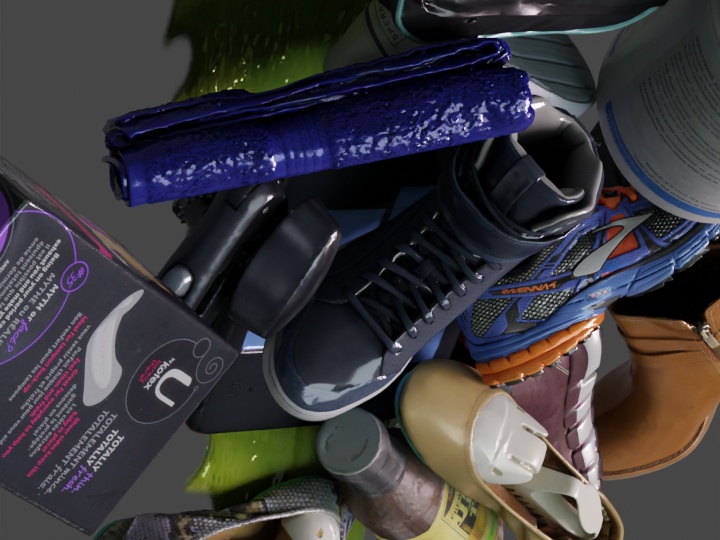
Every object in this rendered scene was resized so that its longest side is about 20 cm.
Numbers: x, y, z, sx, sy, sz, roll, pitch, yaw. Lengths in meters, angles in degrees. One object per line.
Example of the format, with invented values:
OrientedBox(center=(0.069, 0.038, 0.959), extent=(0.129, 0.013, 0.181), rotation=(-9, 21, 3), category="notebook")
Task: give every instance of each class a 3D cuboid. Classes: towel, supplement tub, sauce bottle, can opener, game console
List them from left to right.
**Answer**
OrientedBox(center=(-0.096, 0.028, 1.522), extent=(0.200, 0.079, 0.063), rotation=(-49, 153, 15), category="can opener")
OrientedBox(center=(-0.025, -0.073, 1.407), extent=(0.199, 0.148, 0.050), rotation=(-11, 95, -7), category="towel")
OrientedBox(center=(0.000, 0.000, 1.621), extent=(0.176, 0.031, 0.201), rotation=(-6, 125, -44), category="game console")
OrientedBox(center=(0.027, 0.130, 1.717), extent=(0.065, 0.065, 0.200), rotation=(-48, 152, -1), category="sauce bottle")
OrientedBox(center=(0.212, -0.109, 1.533), extent=(0.132, 0.132, 0.200), rotation=(-34, 178, -20), category="supplement tub")

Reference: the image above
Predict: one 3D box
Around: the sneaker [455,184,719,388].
OrientedBox(center=(0.133, -0.019, 1.640), extent=(0.200, 0.075, 0.079), rotation=(-37, 98, -7), category="sneaker")

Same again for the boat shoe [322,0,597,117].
OrientedBox(center=(0.050, -0.110, 1.557), extent=(0.067, 0.074, 0.200), rotation=(-31, 155, 27), category="boat shoe")

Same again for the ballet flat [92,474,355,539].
OrientedBox(center=(-0.062, 0.165, 1.671), extent=(0.200, 0.072, 0.072), rotation=(-8, 127, -43), category="ballet flat")

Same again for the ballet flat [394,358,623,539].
OrientedBox(center=(0.092, 0.109, 1.691), extent=(0.200, 0.063, 0.069), rotation=(43, 61, -47), category="ballet flat")

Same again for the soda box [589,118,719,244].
OrientedBox(center=(0.211, -0.048, 1.771), extent=(0.071, 0.063, 0.200), rotation=(-54, 144, 7), category="soda box")

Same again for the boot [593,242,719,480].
OrientedBox(center=(0.182, 0.053, 1.776), extent=(0.200, 0.077, 0.155), rotation=(-24, 154, 21), category="boot")

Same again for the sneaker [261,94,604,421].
OrientedBox(center=(0.040, -0.011, 1.516), extent=(0.202, 0.077, 0.146), rotation=(-42, 180, -23), category="sneaker")

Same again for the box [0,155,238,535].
OrientedBox(center=(-0.170, 0.023, 1.398), extent=(0.122, 0.106, 0.200), rotation=(-50, 144, -1), category="box")

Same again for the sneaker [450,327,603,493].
OrientedBox(center=(0.080, 0.093, 1.769), extent=(0.115, 0.076, 0.201), rotation=(-19, 132, -18), category="sneaker")

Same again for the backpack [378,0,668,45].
OrientedBox(center=(0.087, -0.204, 1.423), extent=(0.199, 0.153, 0.176), rotation=(1, 126, -35), category="backpack")
